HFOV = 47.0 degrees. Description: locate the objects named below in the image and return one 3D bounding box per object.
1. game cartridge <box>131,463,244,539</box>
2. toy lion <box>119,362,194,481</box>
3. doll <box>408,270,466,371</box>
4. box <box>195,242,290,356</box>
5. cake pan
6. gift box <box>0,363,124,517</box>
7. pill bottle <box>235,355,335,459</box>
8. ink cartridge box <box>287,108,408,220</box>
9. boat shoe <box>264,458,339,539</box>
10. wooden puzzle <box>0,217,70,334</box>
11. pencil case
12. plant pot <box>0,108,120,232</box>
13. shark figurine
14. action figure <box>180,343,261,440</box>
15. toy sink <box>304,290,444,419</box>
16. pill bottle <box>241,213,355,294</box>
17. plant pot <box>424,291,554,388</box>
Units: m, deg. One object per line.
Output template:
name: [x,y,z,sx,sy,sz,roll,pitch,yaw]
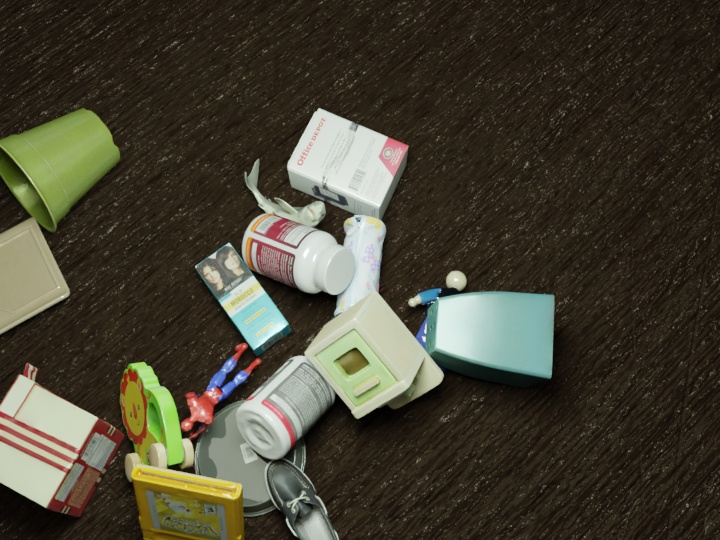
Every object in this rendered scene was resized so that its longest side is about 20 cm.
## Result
game cartridge: [-0.274,0.395,1.331,0.173,0.202,0.033,10,41,5]
toy lion: [-0.357,0.248,1.396,0.068,0.199,0.195,-4,76,-35]
doll: [0.147,0.089,1.515,0.135,0.049,0.202,25,70,0]
box: [-0.218,0.053,1.535,0.082,0.049,0.201,-35,73,-12]
cake pan: [-0.194,0.322,1.440,0.196,0.037,0.204,0,69,1]
gift box: [-0.529,0.282,1.379,0.184,0.201,0.186,23,66,11]
pill bottle: [-0.111,0.217,1.411,0.110,0.111,0.200,36,47,13]
ink cartridge box: [-0.024,-0.203,1.611,0.197,0.085,0.146,23,71,8]
boat shoe: [-0.094,0.403,1.371,0.073,0.060,0.202,-27,85,-15]
wooden puzzle: [-0.664,0.018,1.566,0.183,0.037,0.201,-30,67,-9]
pencil case: [0.000,0.000,1.531,0.082,0.091,0.203,5,70,2]
plant pot: [-0.571,-0.212,1.582,0.200,0.201,0.190,41,63,15]
shark figurine: [-0.136,-0.124,1.602,0.213,0.130,0.089,28,45,29]
action figure: [-0.262,0.220,1.445,0.065,0.099,0.200,48,40,-7]
toy sink: [0.025,0.163,1.397,0.201,0.130,0.112,51,32,-8]
pill bottle: [-0.111,-0.026,1.494,0.198,0.113,0.114,21,69,34]
plant pot: [0.216,0.115,1.435,0.196,0.141,0.144,7,75,-6]
